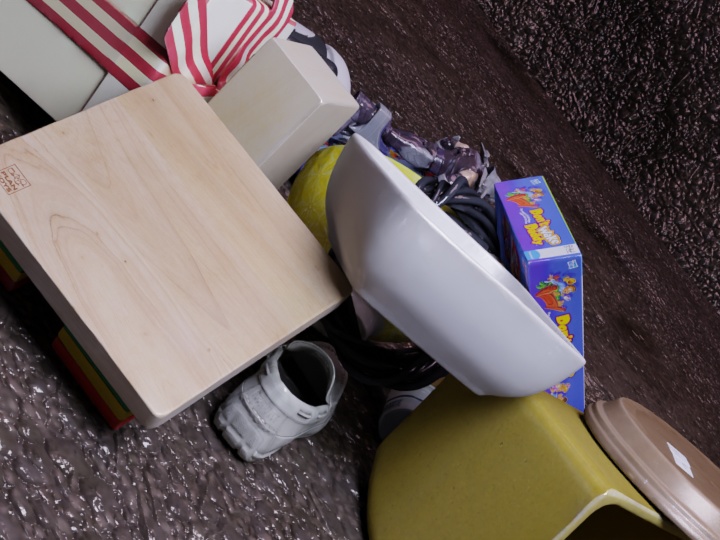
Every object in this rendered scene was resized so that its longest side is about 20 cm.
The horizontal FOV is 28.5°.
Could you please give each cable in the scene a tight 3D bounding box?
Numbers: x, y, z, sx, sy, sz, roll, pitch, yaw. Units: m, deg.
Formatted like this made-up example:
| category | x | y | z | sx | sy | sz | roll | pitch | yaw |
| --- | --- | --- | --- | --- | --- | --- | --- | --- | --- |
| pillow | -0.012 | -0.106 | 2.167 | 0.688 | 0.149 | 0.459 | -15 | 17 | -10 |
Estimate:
| category | x | y | z | sx | sy | sz | roll | pitch | yaw |
| --- | --- | --- | --- | --- | --- | --- | --- | --- | --- |
| cable | 0.046 | 0.009 | 1.132 | 0.198 | 0.166 | 0.051 | -8 | 11 | -36 |

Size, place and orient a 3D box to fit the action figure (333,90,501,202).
| category | x | y | z | sx | sy | sz | roll | pitch | yaw |
| --- | --- | --- | --- | --- | --- | --- | --- | --- | --- |
| action figure | 0.066 | -0.121 | 1.495 | 0.198 | 0.070 | 0.130 | 27 | 16 | -8 |

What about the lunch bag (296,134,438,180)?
| category | x | y | z | sx | sy | sz | roll | pitch | yaw |
| --- | --- | --- | --- | --- | --- | --- | --- | --- | --- |
| lunch bag | -0.001 | -0.093 | 1.537 | 0.199 | 0.094 | 0.151 | 29 | 25 | -16 |

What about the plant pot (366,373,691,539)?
| category | x | y | z | sx | sy | sz | roll | pitch | yaw |
| --- | --- | --- | --- | --- | --- | --- | --- | --- | --- |
| plant pot | 0.119 | 0.183 | 1.075 | 0.195 | 0.194 | 0.201 | 30 | 20 | -43 |

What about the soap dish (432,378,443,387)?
| category | x | y | z | sx | sy | sz | roll | pitch | yaw |
| --- | --- | --- | --- | --- | --- | --- | --- | --- | --- |
| soap dish | 0.144 | 0.144 | 1.367 | 0.158 | 0.081 | 0.200 | 53 | 18 | 13 |

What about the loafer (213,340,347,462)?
| category | x | y | z | sx | sy | sz | roll | pitch | yaw |
| --- | --- | --- | --- | --- | --- | --- | --- | --- | --- |
| loafer | -0.044 | 0.087 | 1.065 | 0.070 | 0.070 | 0.200 | 48 | 18 | 1 |

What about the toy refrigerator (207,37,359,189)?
| category | x | y | z | sx | sy | sz | roll | pitch | yaw |
| --- | --- | --- | --- | --- | --- | --- | --- | --- | --- |
| toy refrigerator | -0.102 | -0.082 | 1.065 | 0.070 | 0.200 | 0.076 | 51 | 19 | 11 |

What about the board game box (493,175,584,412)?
| category | x | y | z | sx | sy | sz | roll | pitch | yaw |
| --- | --- | --- | --- | --- | --- | --- | --- | --- | --- |
| board game box | 0.152 | 0.041 | 1.205 | 0.135 | 0.044 | 0.202 | -103 | -175 | -58 |

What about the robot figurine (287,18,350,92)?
| category | x | y | z | sx | sy | sz | roll | pitch | yaw |
| --- | --- | --- | --- | --- | --- | --- | --- | --- | --- |
| robot figurine | -0.101 | -0.200 | 1.407 | 0.199 | 0.125 | 0.151 | 29 | 22 | -30 |

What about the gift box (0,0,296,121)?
| category | x | y | z | sx | sy | sz | roll | pitch | yaw |
| --- | --- | --- | --- | --- | --- | --- | --- | --- | --- |
| gift box | -0.165 | -0.193 | 1.099 | 0.186 | 0.201 | 0.184 | 41 | 16 | 14 |

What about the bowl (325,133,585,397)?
| category | x | y | z | sx | sy | sz | roll | pitch | yaw |
| --- | --- | --- | --- | --- | --- | --- | --- | --- | --- |
| bowl | 0.054 | 0.006 | 1.016 | 0.199 | 0.075 | 0.200 | 39 | 8 | -22 |

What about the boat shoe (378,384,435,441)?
| category | x | y | z | sx | sy | sz | roll | pitch | yaw |
| --- | --- | --- | --- | --- | --- | --- | --- | --- | --- |
| boat shoe | 0.102 | 0.161 | 1.242 | 0.201 | 0.075 | 0.086 | 37 | 34 | -11 |

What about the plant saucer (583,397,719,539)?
| category | x | y | z | sx | sy | sz | roll | pitch | yaw |
| --- | --- | --- | --- | --- | --- | --- | --- | --- | --- |
| plant saucer | 0.248 | 0.162 | 1.052 | 0.199 | 0.030 | 0.200 | 39 | 12 | -10 |

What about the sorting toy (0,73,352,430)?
| category | x | y | z | sx | sy | sz | roll | pitch | yaw |
| --- | --- | --- | --- | --- | --- | --- | --- | --- | --- |
| sorting toy | -0.139 | -0.009 | 0.943 | 0.201 | 0.070 | 0.198 | 51 | 44 | 7 |

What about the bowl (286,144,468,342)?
| category | x | y | z | sx | sy | sz | roll | pitch | yaw |
| --- | --- | --- | --- | --- | --- | --- | --- | --- | --- |
| bowl | 0.000 | 0.000 | 1.245 | 0.200 | 0.200 | 0.108 | 45 | 61 | -10 |
